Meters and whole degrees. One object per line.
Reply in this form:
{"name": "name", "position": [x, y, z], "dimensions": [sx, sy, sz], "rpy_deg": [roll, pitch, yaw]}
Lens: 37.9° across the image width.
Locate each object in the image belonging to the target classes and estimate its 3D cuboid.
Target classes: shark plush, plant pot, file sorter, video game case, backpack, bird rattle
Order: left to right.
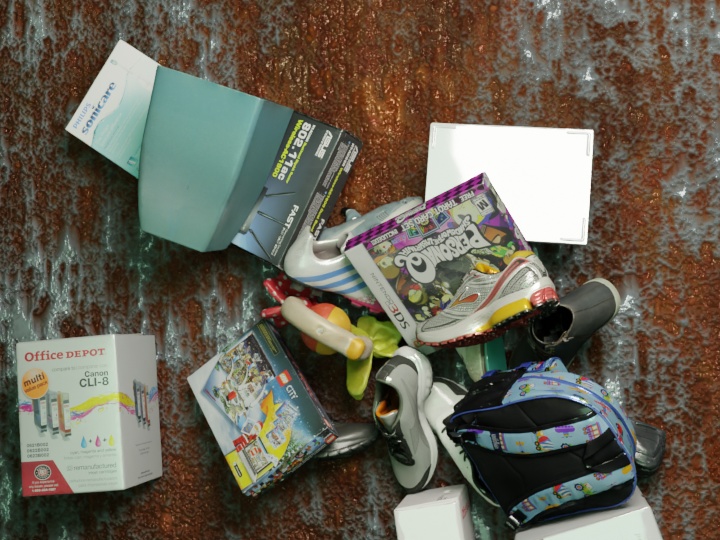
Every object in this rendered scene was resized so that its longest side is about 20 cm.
{"name": "plant pot", "position": [-0.194, -0.132, 1.312], "dimensions": [0.140, 0.141, 0.202], "rpy_deg": [19, 98, 10]}
{"name": "bird rattle", "position": [-0.043, 0.066, 1.346], "dimensions": [0.200, 0.163, 0.113], "rpy_deg": [39, 90, 5]}
{"name": "shark plush", "position": [-0.010, -0.049, 1.411], "dimensions": [0.198, 0.091, 0.084], "rpy_deg": [-12, 59, 23]}
{"name": "video game case", "position": [0.109, -0.001, 1.280], "dimensions": [0.199, 0.036, 0.182], "rpy_deg": [-25, 114, 23]}
{"name": "file sorter", "position": [0.188, -0.102, 1.332], "dimensions": [0.198, 0.125, 0.140], "rpy_deg": [4, 86, 9]}
{"name": "backpack", "position": [0.229, 0.192, 1.218], "dimensions": [0.199, 0.135, 0.183], "rpy_deg": [-22, 106, 42]}

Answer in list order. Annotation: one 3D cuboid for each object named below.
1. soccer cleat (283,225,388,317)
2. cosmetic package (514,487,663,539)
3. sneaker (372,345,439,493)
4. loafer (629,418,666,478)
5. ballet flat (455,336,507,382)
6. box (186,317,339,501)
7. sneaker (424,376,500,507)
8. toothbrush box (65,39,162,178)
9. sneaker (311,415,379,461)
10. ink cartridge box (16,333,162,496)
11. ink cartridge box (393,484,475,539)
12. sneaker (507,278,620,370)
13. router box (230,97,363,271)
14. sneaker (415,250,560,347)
{"name": "soccer cleat", "position": [0.000, 0.000, 1.341], "dimensions": [0.199, 0.070, 0.087], "rpy_deg": [14, 113, -25]}
{"name": "cosmetic package", "position": [0.284, 0.366, 1.247], "dimensions": [0.164, 0.200, 0.166], "rpy_deg": [-19, 84, 8]}
{"name": "sneaker", "position": [0.049, 0.197, 1.331], "dimensions": [0.074, 0.079, 0.202], "rpy_deg": [14, 120, 39]}
{"name": "loafer", "position": [0.289, 0.196, 1.332], "dimensions": [0.199, 0.068, 0.071], "rpy_deg": [21, 59, 15]}
{"name": "ballet flat", "position": [0.150, 0.076, 1.368], "dimensions": [0.062, 0.067, 0.202], "rpy_deg": [-10, 80, 34]}
{"name": "box", "position": [-0.130, 0.177, 1.365], "dimensions": [0.136, 0.038, 0.200], "rpy_deg": [-37, 53, 4]}
{"name": "sneaker", "position": [0.142, 0.218, 1.343], "dimensions": [0.074, 0.080, 0.200], "rpy_deg": [-41, 79, 7]}
{"name": "toothbrush box", "position": [-0.276, -0.197, 1.436], "dimensions": [0.199, 0.085, 0.147], "rpy_deg": [32, 92, 9]}
{"name": "sneaker", "position": [-0.074, 0.209, 1.385], "dimensions": [0.198, 0.076, 0.092], "rpy_deg": [-6, 77, 6]}
{"name": "ink cartridge box", "position": [-0.359, 0.187, 1.395], "dimensions": [0.144, 0.145, 0.202], "rpy_deg": [-6, 84, 9]}
{"name": "ink cartridge box", "position": [0.103, 0.379, 1.304], "dimensions": [0.084, 0.145, 0.202], "rpy_deg": [-9, 85, 9]}
{"name": "sneaker", "position": [0.222, 0.086, 1.286], "dimensions": [0.075, 0.106, 0.200], "rpy_deg": [53, 132, 21]}
{"name": "router box", "position": [-0.106, -0.112, 1.388], "dimensions": [0.149, 0.062, 0.201], "rpy_deg": [25, 90, 31]}
{"name": "sneaker", "position": [0.145, 0.039, 1.241], "dimensions": [0.199, 0.078, 0.083], "rpy_deg": [-28, 68, 37]}
